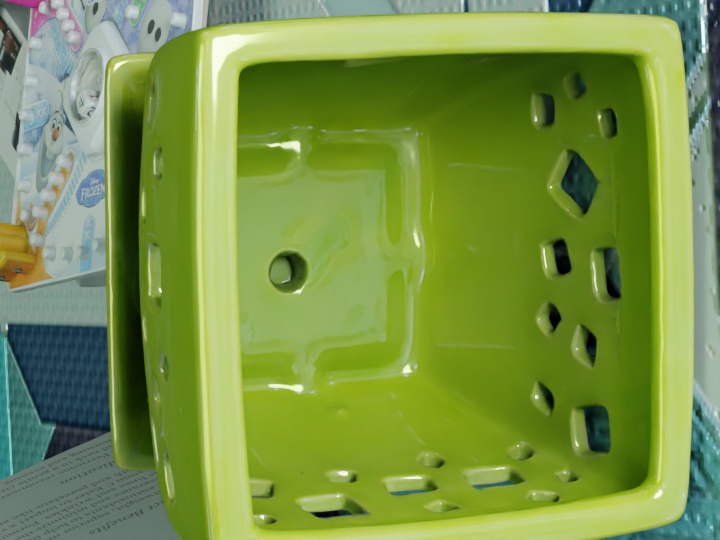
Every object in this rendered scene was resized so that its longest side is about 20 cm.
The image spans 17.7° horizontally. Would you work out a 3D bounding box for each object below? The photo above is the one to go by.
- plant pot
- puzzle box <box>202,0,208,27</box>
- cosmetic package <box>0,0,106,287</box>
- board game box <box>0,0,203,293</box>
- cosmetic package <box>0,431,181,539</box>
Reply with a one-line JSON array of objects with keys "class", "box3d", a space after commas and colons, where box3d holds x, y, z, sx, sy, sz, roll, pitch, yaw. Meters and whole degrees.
[{"class": "plant pot", "box3d": [0.000, 0.000, 0.910, 0.181, 0.200, 0.199, -169, 77, -65]}, {"class": "puzzle box", "box3d": [-0.133, -0.218, 1.281, 0.200, 0.025, 0.133, 32, 120, 55]}, {"class": "cosmetic package", "box3d": [-0.169, -0.080, 1.334, 0.200, 0.051, 0.083, 52, 137, 45]}, {"class": "board game box", "box3d": [-0.144, -0.097, 1.218, 0.200, 0.026, 0.200, -11, 72, 57]}, {"class": "cosmetic package", "box3d": [-0.121, 0.199, 1.126, 0.200, 0.165, 0.165, 19, 128, 59]}]
